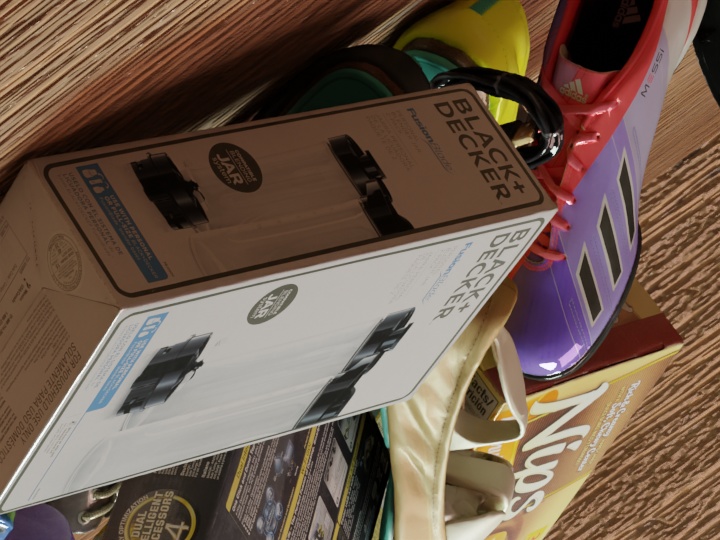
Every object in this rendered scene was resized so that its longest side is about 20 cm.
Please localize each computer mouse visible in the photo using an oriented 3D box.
[{"bbox_3d":[0.004,-0.034,1.112,0.034,0.059,0.200,-21,178,-40],"label":"computer mouse"}]

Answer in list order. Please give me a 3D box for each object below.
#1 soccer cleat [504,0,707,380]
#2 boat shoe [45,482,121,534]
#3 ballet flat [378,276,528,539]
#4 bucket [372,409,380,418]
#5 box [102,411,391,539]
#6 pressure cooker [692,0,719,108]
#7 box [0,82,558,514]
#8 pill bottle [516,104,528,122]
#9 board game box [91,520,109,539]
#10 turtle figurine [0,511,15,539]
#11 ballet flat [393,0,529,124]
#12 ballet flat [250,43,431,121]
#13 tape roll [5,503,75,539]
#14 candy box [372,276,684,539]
[{"bbox_3d":[0.091,-0.054,1.195,0.073,0.068,0.201,20,88,-69],"label":"soccer cleat"},{"bbox_3d":[-0.143,0.092,1.385,0.200,0.073,0.074,-37,175,23],"label":"boat shoe"},{"bbox_3d":[0.037,0.077,1.185,0.069,0.063,0.200,-78,170,-45],"label":"ballet flat"},{"bbox_3d":[0.023,0.019,1.445,0.207,0.135,0.207,-33,176,-3],"label":"bucket"},{"bbox_3d":[-0.046,0.115,1.145,0.161,0.049,0.200,69,31,-52],"label":"box"},{"bbox_3d":[0.273,-0.143,1.356,0.200,0.176,0.179,-27,176,-35],"label":"pressure cooker"},{"bbox_3d":[-0.041,0.007,0.962,0.200,0.060,0.117,-13,149,-44],"label":"box"},{"bbox_3d":[0.000,0.000,1.283,0.200,0.104,0.104,-35,175,2],"label":"pill bottle"},{"bbox_3d":[-0.059,0.183,1.475,0.103,0.105,0.200,-49,-153,-22],"label":"board game box"},{"bbox_3d":[-0.216,0.159,1.109,0.194,0.200,0.144,-30,148,6],"label":"turtle figurine"},{"bbox_3d":[0.036,-0.035,1.175,0.067,0.067,0.200,-53,162,-41],"label":"ballet flat"},{"bbox_3d":[-0.045,-0.014,1.087,0.200,0.068,0.068,-37,-176,22],"label":"ballet flat"},{"bbox_3d":[-0.210,0.186,1.286,0.199,0.085,0.200,-17,-162,6],"label":"tape roll"},{"bbox_3d":[0.052,0.089,1.315,0.115,0.055,0.200,-16,148,-40],"label":"candy box"}]
